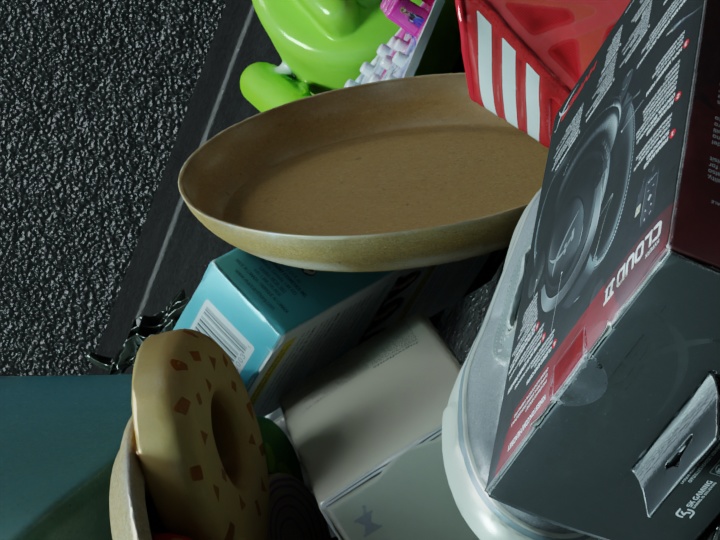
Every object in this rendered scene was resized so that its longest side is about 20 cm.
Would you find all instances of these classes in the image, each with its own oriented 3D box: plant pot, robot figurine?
[{"bbox_3d":[-0.147,0.141,1.223,0.200,0.141,0.141,-32,-63,-59],"label":"plant pot"},{"bbox_3d":[0.021,-0.042,1.278,0.200,0.200,0.027,-94,-3,-69],"label":"plant pot"},{"bbox_3d":[0.000,-0.159,1.701,0.175,0.116,0.200,-44,-15,-2],"label":"robot figurine"}]

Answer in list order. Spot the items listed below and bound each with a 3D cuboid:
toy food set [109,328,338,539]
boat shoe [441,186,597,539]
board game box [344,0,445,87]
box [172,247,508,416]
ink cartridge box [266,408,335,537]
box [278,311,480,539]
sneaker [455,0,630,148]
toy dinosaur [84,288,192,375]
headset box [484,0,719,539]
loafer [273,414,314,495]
[{"bbox_3d":[-0.035,0.132,1.169,0.049,0.198,0.200,-26,50,15],"label":"toy food set"},{"bbox_3d":[0.080,0.020,1.101,0.072,0.070,0.201,116,172,-45],"label":"boat shoe"},{"bbox_3d":[-0.035,-0.043,1.558,0.200,0.026,0.200,-47,15,47],"label":"board game box"},{"bbox_3d":[0.000,0.000,1.339,0.200,0.049,0.082,-30,-20,-43],"label":"box"},{"bbox_3d":[-0.044,0.140,1.495,0.200,0.087,0.145,131,158,-58],"label":"ink cartridge box"},{"bbox_3d":[0.023,0.080,1.213,0.082,0.068,0.200,-32,12,1],"label":"box"},{"bbox_3d":[0.102,-0.128,1.150,0.078,0.115,0.200,-85,18,-59],"label":"sneaker"},{"bbox_3d":[-0.098,0.102,1.649,0.200,0.136,0.102,-31,24,17],"label":"toy dinosaur"},{"bbox_3d":[0.112,-0.012,0.971,0.149,0.077,0.200,121,166,-48],"label":"headset box"},{"bbox_3d":[-0.045,0.113,1.343,0.200,0.070,0.070,-32,-14,6],"label":"loafer"}]
